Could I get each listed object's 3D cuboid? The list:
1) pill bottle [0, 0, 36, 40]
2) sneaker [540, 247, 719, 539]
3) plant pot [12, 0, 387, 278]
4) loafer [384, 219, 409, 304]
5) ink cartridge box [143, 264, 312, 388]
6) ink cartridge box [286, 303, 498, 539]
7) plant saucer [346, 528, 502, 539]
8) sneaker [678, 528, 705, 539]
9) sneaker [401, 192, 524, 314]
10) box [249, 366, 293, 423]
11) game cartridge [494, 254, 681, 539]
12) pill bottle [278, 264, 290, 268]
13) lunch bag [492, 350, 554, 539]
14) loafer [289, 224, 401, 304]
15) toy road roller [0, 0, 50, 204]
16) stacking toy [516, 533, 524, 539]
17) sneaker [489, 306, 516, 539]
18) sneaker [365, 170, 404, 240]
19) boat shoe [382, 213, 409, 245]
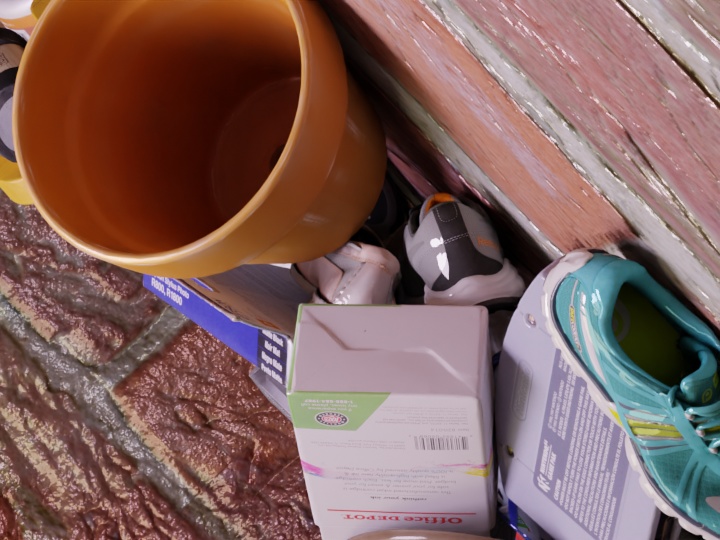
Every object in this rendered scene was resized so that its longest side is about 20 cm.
[{"bbox_3d":[-0.189,-0.176,1.981,0.200,0.112,0.112,50,173,-34],"label":"pill bottle"},{"bbox_3d":[0.169,0.071,1.322,0.200,0.078,0.080,48,165,-12],"label":"sneaker"},{"bbox_3d":[-0.077,-0.084,1.538,0.200,0.200,0.183,43,-171,28],"label":"plant pot"},{"bbox_3d":[0.035,0.022,1.796,0.070,0.075,0.200,34,160,22],"label":"loafer"},{"bbox_3d":[-0.056,0.034,1.675,0.199,0.041,0.199,14,-169,-36],"label":"ink cartridge box"},{"bbox_3d":[0.025,0.101,1.561,0.200,0.116,0.068,82,-169,-55],"label":"ink cartridge box"},{"bbox_3d":[0.080,0.209,1.606,0.199,0.030,0.200,10,158,4],"label":"plant saucer"},{"bbox_3d":[0.243,0.172,1.454,0.073,0.071,0.200,49,173,-27],"label":"sneaker"},{"bbox_3d":[0.060,-0.011,1.605,0.200,0.074,0.080,-172,64,-86],"label":"sneaker"},{"bbox_3d":[0.034,0.090,1.959,0.200,0.158,0.048,41,172,38],"label":"box"},{"bbox_3d":[0.135,0.088,1.473,0.133,0.041,0.201,37,144,26],"label":"game cartridge"},{"bbox_3d":[-0.088,-0.081,1.901,0.200,0.111,0.111,47,174,-12],"label":"pill bottle"},{"bbox_3d":[0.143,0.126,1.617,0.160,0.075,0.200,40,153,26],"label":"lunch bag"},{"bbox_3d":[0.000,0.000,1.650,0.072,0.063,0.200,25,-172,-9],"label":"loafer"},{"bbox_3d":[-0.159,-0.119,1.670,0.146,0.200,0.123,52,178,-29],"label":"toy road roller"},{"bbox_3d":[0.157,0.138,1.772,0.116,0.110,0.200,29,158,16],"label":"stacking toy"},{"bbox_3d":[0.075,0.139,1.766,0.080,0.201,0.147,7,142,19],"label":"sneaker"},{"bbox_3d":[-0.038,-0.088,1.699,0.200,0.071,0.083,53,178,-28],"label":"sneaker"},{"bbox_3d":[-0.004,-0.028,1.842,0.074,0.073,0.200,41,172,42],"label":"boat shoe"}]
